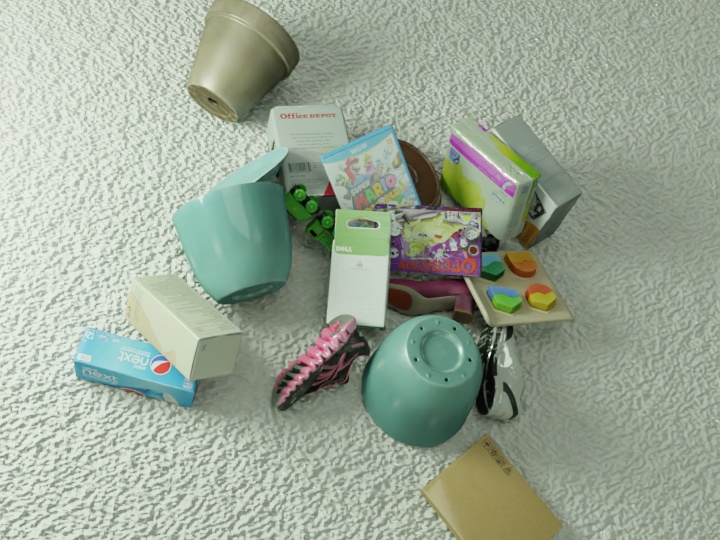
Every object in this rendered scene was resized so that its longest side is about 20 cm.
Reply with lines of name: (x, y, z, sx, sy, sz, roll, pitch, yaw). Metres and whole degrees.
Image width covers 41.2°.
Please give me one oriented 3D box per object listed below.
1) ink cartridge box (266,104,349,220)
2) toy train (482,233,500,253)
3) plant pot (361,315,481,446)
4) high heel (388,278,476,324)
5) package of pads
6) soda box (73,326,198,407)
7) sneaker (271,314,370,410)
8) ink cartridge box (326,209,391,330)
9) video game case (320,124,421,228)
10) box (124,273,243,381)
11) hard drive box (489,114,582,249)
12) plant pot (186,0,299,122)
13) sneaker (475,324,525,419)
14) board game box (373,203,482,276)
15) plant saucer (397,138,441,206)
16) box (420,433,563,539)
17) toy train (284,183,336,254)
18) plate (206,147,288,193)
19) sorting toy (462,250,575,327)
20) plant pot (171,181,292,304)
ink cartridge box: (-0.091, -0.206, 1.818, 0.143, 0.083, 0.203, -4, 63, -16)
toy train: (0.170, -0.049, 1.821, 0.196, 0.047, 0.034, 3, 22, -15)
plant pot: (0.114, 0.171, 1.612, 0.197, 0.162, 0.204, 6, 59, -11)
high heel: (0.120, 0.035, 1.760, 0.197, 0.068, 0.097, 19, 42, -6)
package of pads: (0.241, -0.170, 1.826, 0.067, 0.156, 0.200, -25, 54, -29)
soda box: (-0.358, 0.158, 1.555, 0.196, 0.068, 0.065, 16, 58, -5)
sneaker: (-0.061, 0.172, 1.615, 0.200, 0.079, 0.096, -44, 115, -9)
ink cartridge box: (0.000, 0.000, 1.688, 0.102, 0.059, 0.204, 3, 82, 5)
video game case: (0.027, -0.145, 1.751, 0.141, 0.018, 0.203, -24, 112, -2)
box: (-0.287, 0.088, 1.547, 0.094, 0.079, 0.199, -4, 31, -45)
hard drive box: (0.315, -0.170, 1.859, 0.076, 0.157, 0.201, -27, 70, -26)
plant pot: (-0.241, -0.390, 1.836, 0.198, 0.200, 0.175, 29, 74, 3)
sneaker: (0.254, 0.174, 1.712, 0.079, 0.074, 0.203, 20, 61, -21)
board game box: (0.122, -0.056, 1.733, 0.196, 0.122, 0.032, 3, 24, 16)
plant saucer: (0.082, -0.176, 1.840, 0.197, 0.034, 0.203, 18, 55, -27)
box: (0.218, 0.397, 1.595, 0.162, 0.021, 0.201, -33, 74, -27)
toy train: (-0.064, -0.075, 1.731, 0.200, 0.056, 0.042, 45, 16, -19)
plate: (-0.208, -0.157, 1.717, 0.200, 0.199, 0.026, -44, 112, -29)
sorting toy: (0.284, 0.025, 1.768, 0.196, 0.037, 0.187, 1, 43, -24)
plant pot: (-0.204, -0.037, 1.636, 0.197, 0.201, 0.164, -14, 79, -21)
